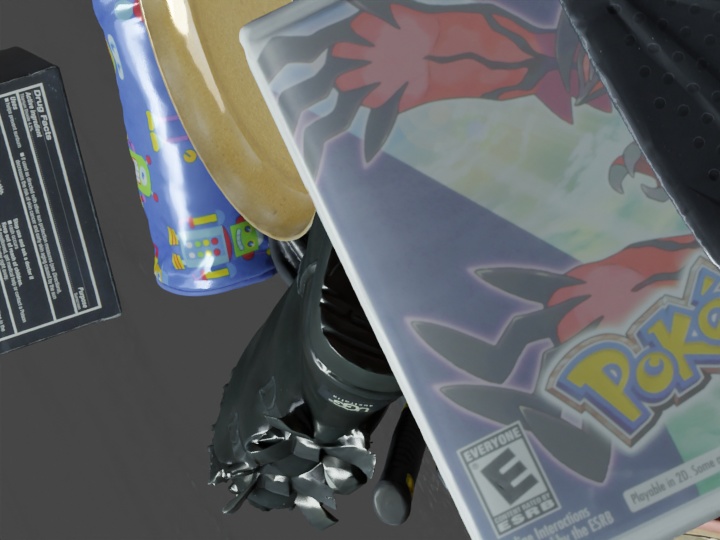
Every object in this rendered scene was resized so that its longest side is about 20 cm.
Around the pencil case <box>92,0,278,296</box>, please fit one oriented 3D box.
[{"bbox_3d":[-0.096,-0.088,1.193,0.087,0.078,0.200,23,129,61],"label":"pencil case"}]

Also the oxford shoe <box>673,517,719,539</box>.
[{"bbox_3d":[0.144,0.102,0.759,0.075,0.070,0.200,68,162,-8],"label":"oxford shoe"}]

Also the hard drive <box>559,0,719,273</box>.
[{"bbox_3d":[0.110,-0.106,0.579,0.042,0.135,0.200,60,-174,-74],"label":"hard drive"}]

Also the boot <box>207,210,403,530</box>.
[{"bbox_3d":[0.001,0.000,0.891,0.162,0.073,0.198,124,165,-59],"label":"boot"}]

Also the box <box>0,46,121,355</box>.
[{"bbox_3d":[-0.305,-0.039,1.603,0.123,0.198,0.200,-149,44,-64],"label":"box"}]

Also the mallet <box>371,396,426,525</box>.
[{"bbox_3d":[0.022,0.054,0.953,0.200,0.041,0.066,-48,-55,-77],"label":"mallet"}]

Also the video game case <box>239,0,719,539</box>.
[{"bbox_3d":[0.091,-0.031,0.596,0.182,0.200,0.023,65,-178,16],"label":"video game case"}]

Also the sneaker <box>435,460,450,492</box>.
[{"bbox_3d":[0.061,0.049,0.905,0.200,0.081,0.074,60,157,28],"label":"sneaker"}]

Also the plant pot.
[{"bbox_3d":[-0.054,-0.112,1.008,0.200,0.027,0.200,50,153,39],"label":"plant pot"}]

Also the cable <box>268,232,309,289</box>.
[{"bbox_3d":[-0.028,-0.040,1.100,0.163,0.051,0.200,61,158,25],"label":"cable"}]
